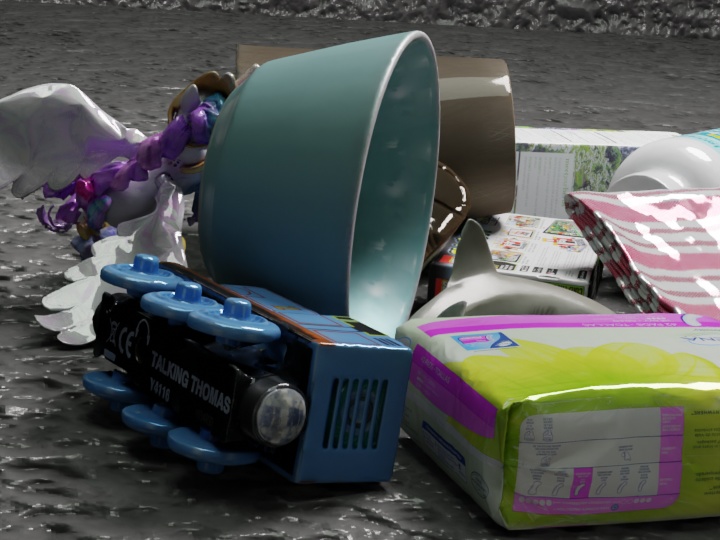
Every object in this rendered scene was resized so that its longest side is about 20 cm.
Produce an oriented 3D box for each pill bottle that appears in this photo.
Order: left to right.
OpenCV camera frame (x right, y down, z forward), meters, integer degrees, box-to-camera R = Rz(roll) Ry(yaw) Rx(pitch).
[{"bbox_3d":[0.256,-0.048,1.322,0.110,0.112,0.199,14,16,34],"label":"pill bottle"}]

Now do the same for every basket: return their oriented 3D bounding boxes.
[{"bbox_3d":[0.010,-0.095,1.300,0.197,0.137,0.182,-4,46,-2],"label":"basket"}]

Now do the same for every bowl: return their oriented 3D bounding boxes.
[{"bbox_3d":[-0.027,-0.043,1.013,0.104,0.203,0.201,9,14,12],"label":"bowl"}]

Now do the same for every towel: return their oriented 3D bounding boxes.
[{"bbox_3d":[0.236,0.002,1.139,0.145,0.030,0.201,-3,38,-24],"label":"towel"}]

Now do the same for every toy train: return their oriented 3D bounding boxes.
[{"bbox_3d":[-0.063,0.049,0.895,0.113,0.088,0.199,7,8,-32],"label":"toy train"}]

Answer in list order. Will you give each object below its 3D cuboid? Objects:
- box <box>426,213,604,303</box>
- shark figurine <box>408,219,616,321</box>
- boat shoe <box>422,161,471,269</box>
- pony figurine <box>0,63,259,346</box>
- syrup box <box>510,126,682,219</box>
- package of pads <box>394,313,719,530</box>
[{"bbox_3d":[0.116,-0.004,1.259,0.109,0.035,0.200,7,14,11],"label":"box"},{"bbox_3d":[0.063,0.018,1.051,0.127,0.091,0.214,10,13,29],"label":"shark figurine"},{"bbox_3d":[0.000,0.000,1.158,0.072,0.076,0.199,49,44,8],"label":"boat shoe"},{"bbox_3d":[-0.144,-0.052,1.117,0.192,0.167,0.200,-33,-7,-10],"label":"pony figurine"},{"bbox_3d":[0.188,-0.074,1.477,0.197,0.080,0.081,1,14,-15],"label":"syrup box"},{"bbox_3d":[0.131,0.070,0.887,0.198,0.069,0.154,-1,14,-19],"label":"package of pads"}]
